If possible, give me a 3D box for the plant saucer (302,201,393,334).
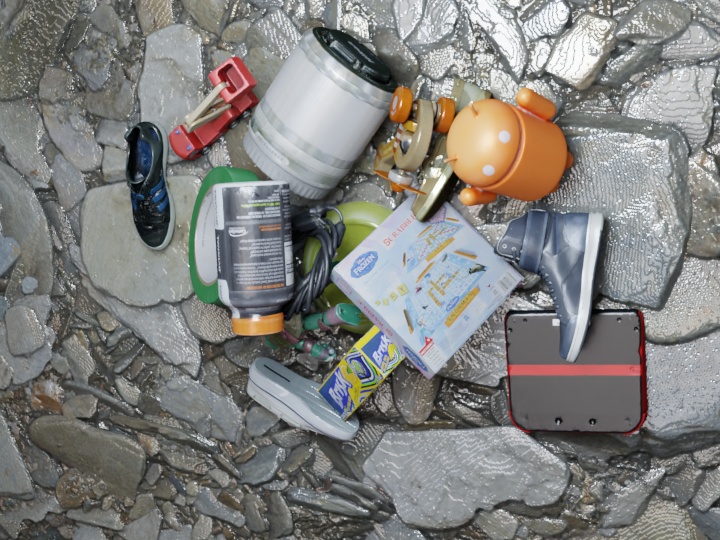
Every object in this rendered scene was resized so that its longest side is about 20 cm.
[{"bbox_3d":[0.000,0.000,1.611,0.197,0.031,0.204,5,104,19],"label":"plant saucer"}]

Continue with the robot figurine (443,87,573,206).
[{"bbox_3d":[0.192,-0.155,1.420,0.143,0.198,0.119,-24,64,42],"label":"robot figurine"}]

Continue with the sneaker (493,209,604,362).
[{"bbox_3d":[0.250,0.016,1.483,0.143,0.077,0.206,7,86,9],"label":"sneaker"}]

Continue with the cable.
[{"bbox_3d":[-0.098,-0.001,1.547,0.198,0.050,0.166,-22,53,41],"label":"cable"}]

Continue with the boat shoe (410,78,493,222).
[{"bbox_3d":[0.115,-0.165,1.497,0.062,0.073,0.203,27,94,12],"label":"boat shoe"}]

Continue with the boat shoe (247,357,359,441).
[{"bbox_3d":[-0.090,0.210,1.675,0.199,0.073,0.067,34,127,19],"label":"boat shoe"}]

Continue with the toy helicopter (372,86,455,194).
[{"bbox_3d":[0.057,-0.160,1.480,0.078,0.200,0.135,10,80,-15],"label":"toy helicopter"}]

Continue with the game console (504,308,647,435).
[{"bbox_3d":[0.304,0.144,1.537,0.197,0.031,0.180,-2,95,19],"label":"game console"}]

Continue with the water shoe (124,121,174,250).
[{"bbox_3d":[-0.338,-0.128,1.678,0.070,0.079,0.204,1,102,19],"label":"water shoe"}]

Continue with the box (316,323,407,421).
[{"bbox_3d":[0.004,0.145,1.563,0.064,0.070,0.200,45,150,6],"label":"box"}]

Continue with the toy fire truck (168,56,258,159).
[{"bbox_3d":[-0.217,-0.231,1.580,0.199,0.141,0.049,-38,88,22],"label":"toy fire truck"}]

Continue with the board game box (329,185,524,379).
[{"bbox_3d":[0.093,0.011,1.506,0.200,0.200,0.041,45,156,6],"label":"board game box"}]

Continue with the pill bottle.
[{"bbox_3d":[-0.142,-0.017,1.453,0.104,0.106,0.204,0,95,19],"label":"pill bottle"}]

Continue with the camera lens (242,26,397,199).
[{"bbox_3d":[-0.054,-0.223,1.512,0.159,0.160,0.201,40,111,7],"label":"camera lens"}]

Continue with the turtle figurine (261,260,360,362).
[{"bbox_3d":[-0.087,0.073,1.601,0.199,0.100,0.151,-33,86,42],"label":"turtle figurine"}]

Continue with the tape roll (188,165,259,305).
[{"bbox_3d":[-0.198,-0.050,1.595,0.200,0.047,0.204,-20,67,60],"label":"tape roll"}]
